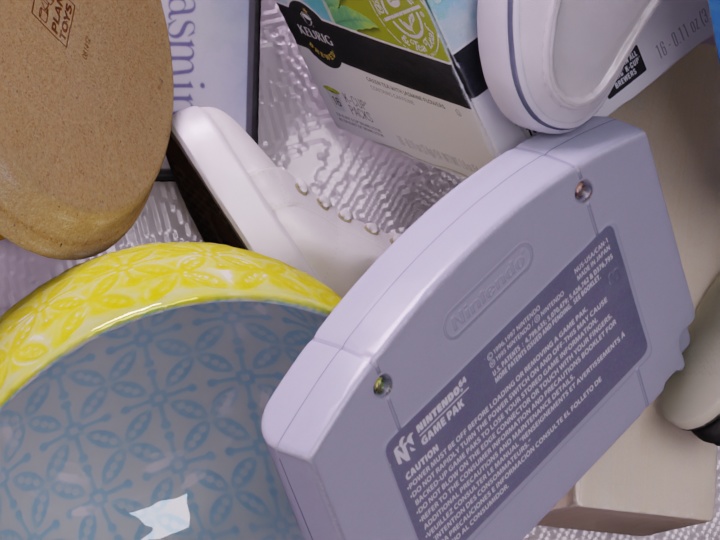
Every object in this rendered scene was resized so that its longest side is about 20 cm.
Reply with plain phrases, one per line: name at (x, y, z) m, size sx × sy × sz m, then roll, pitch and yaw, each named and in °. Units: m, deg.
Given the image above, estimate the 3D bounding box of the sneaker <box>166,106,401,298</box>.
sneaker at (0.000, 0.000, 1.192) m, size 0.085 × 0.073 × 0.200 m, roll -41°, pitch 105°, yaw -11°

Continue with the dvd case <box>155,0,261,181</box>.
dvd case at (-0.137, -0.106, 1.173) m, size 0.199 × 0.018 × 0.143 m, roll -2°, pitch 100°, yaw -17°

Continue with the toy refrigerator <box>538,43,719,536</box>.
toy refrigerator at (0.114, 0.007, 1.226) m, size 0.070 × 0.076 × 0.201 m, roll 7°, pitch 77°, yaw -16°

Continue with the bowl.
bowl at (-0.084, 0.058, 1.125) m, size 0.200 × 0.201 × 0.108 m, roll -10°, pitch 40°, yaw -19°

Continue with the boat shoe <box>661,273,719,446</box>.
boat shoe at (0.198, -0.006, 1.176) m, size 0.063 × 0.074 × 0.202 m, roll 43°, pitch 76°, yaw -23°

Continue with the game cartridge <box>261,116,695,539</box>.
game cartridge at (0.047, 0.037, 1.092) m, size 0.200 × 0.041 × 0.133 m, roll -43°, pitch 136°, yaw -29°

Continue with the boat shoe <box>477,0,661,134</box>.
boat shoe at (0.100, -0.144, 1.064) m, size 0.073 × 0.065 × 0.201 m, roll 7°, pitch 101°, yaw -36°

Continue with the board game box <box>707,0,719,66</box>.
board game box at (0.197, -0.158, 1.103) m, size 0.056 × 0.196 × 0.200 m, roll 16°, pitch 57°, yaw 28°

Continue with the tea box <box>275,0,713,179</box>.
tea box at (0.061, -0.175, 1.152) m, size 0.200 × 0.134 × 0.197 m, roll -39°, pitch 123°, yaw -18°

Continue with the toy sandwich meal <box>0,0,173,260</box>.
toy sandwich meal at (-0.146, -0.088, 1.093) m, size 0.205 × 0.070 × 0.206 m, roll 38°, pitch 45°, yaw -50°
